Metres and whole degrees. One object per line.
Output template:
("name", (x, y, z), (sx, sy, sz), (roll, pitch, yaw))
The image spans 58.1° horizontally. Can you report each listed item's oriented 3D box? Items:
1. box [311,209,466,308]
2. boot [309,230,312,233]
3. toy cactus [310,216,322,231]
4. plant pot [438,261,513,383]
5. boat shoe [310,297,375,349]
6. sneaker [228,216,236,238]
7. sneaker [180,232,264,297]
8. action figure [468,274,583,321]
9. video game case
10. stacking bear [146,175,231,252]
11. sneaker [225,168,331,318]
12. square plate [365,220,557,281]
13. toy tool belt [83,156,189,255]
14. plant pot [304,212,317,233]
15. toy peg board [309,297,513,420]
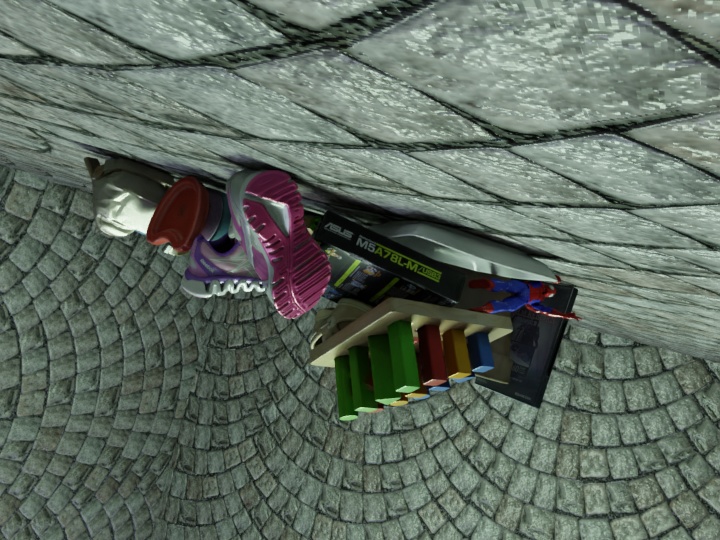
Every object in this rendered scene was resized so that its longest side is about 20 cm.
("box", (0.013, 0.011, 0.852), (0.191, 0.048, 0.200), (26, 159, -7))
("boot", (-0.154, -0.065, 1.298), (0.198, 0.072, 0.144), (10, 174, 13))
("toy cactus", (0.000, 0.000, 0.994), (0.198, 0.103, 0.165), (23, 142, -8))
("plant pot", (0.169, 0.072, 1.061), (0.197, 0.176, 0.200), (18, 177, 1))
("boat shoe", (-0.020, 0.085, 0.913), (0.072, 0.066, 0.199), (27, 161, -19))
("sneaker", (-0.140, -0.071, 0.882), (0.074, 0.082, 0.200), (13, 180, 5))
("sneaker", (-0.157, -0.018, 0.933), (0.198, 0.090, 0.080), (-5, -161, -28))
("action figure", (0.244, 0.037, 0.913), (0.098, 0.066, 0.199), (7, -172, 40))
("video game case", (0.275, 0.115, 1.090), (0.019, 0.203, 0.142), (22, 175, -32))
("stacking bear", (-0.210, -0.055, 1.020), (0.120, 0.115, 0.199), (13, 169, 42))
("sneaker", (-0.095, -0.036, 0.741), (0.081, 0.202, 0.088), (-28, -141, -21))
("square plate", (0.116, -0.028, 0.819), (0.196, 0.029, 0.200), (17, 178, -19))
("toy tool belt", (-0.342, -0.116, 1.045), (0.199, 0.125, 0.123), (22, -155, -48))
("plant pot", (-0.094, -0.079, 1.107), (0.197, 0.028, 0.200), (15, 179, 0))
("toy peg board", (0.067, 0.130, 0.840), (0.197, 0.099, 0.200), (11, 150, -32))
